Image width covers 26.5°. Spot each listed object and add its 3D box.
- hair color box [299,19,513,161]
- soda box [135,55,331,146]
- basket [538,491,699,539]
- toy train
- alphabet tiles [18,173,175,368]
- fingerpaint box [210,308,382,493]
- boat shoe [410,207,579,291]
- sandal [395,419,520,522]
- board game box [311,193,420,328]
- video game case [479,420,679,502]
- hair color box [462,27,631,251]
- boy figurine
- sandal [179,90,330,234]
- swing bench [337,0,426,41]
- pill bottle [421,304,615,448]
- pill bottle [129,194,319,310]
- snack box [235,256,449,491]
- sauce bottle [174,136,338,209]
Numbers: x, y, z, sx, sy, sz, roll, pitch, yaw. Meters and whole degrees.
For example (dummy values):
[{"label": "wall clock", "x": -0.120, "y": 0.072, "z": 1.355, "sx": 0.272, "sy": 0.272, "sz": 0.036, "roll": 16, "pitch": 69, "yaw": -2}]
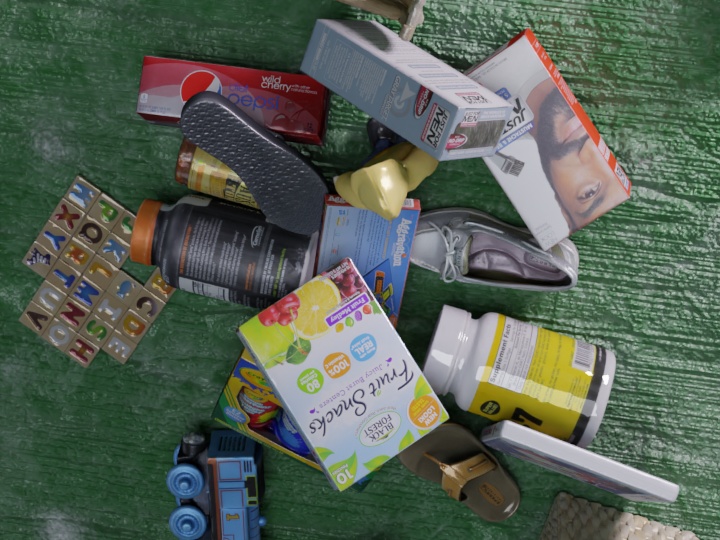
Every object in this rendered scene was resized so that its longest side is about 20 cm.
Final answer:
[{"label": "hair color box", "x": 0.045, "y": -0.184, "z": 1.544, "sx": 0.199, "sy": 0.098, "sz": 0.061, "roll": 35, "pitch": 117, "yaw": 30}, {"label": "soda box", "x": -0.133, "y": -0.180, "z": 1.629, "sx": 0.197, "sy": 0.070, "sz": 0.064, "roll": 7, "pitch": 85, "yaw": 5}, {"label": "basket", "x": 0.281, "y": 0.384, "z": 1.728, "sx": 0.196, "sy": 0.200, "sz": 0.162, "roll": 17, "pitch": 111, "yaw": 1}, {"label": "toy train", "x": -0.168, "y": 0.284, "z": 1.820, "sx": 0.113, "sy": 0.087, "sz": 0.202, "roll": -1, "pitch": 111, "yaw": 2}, {"label": "alphabet tiles", "x": -0.308, "y": 0.013, "z": 1.775, "sx": 0.166, "sy": 0.008, "sz": 0.201, "roll": 35, "pitch": 112, "yaw": -6}, {"label": "fingerpaint box", "x": -0.052, "y": 0.150, "z": 1.712, "sx": 0.198, "sy": 0.074, "sz": 0.167, "roll": 27, "pitch": 146, "yaw": -4}, {"label": "boat shoe", "x": 0.138, "y": -0.017, "z": 1.663, "sx": 0.199, "sy": 0.065, "sz": 0.075, "roll": 13, "pitch": 113, "yaw": 3}, {"label": "sandal", "x": 0.120, "y": 0.234, "z": 1.735, "sx": 0.080, "sy": 0.054, "sz": 0.200, "roll": -42, "pitch": 124, "yaw": 10}, {"label": "board game box", "x": 0.000, "y": 0.000, "z": 1.666, "sx": 0.102, "sy": 0.020, "sz": 0.201, "roll": 4, "pitch": 134, "yaw": -8}, {"label": "video game case", "x": 0.235, "y": 0.212, "z": 1.685, "sx": 0.198, "sy": 0.182, "sz": 0.023, "roll": 21, "pitch": 81, "yaw": 0}, {"label": "hair color box", "x": 0.184, "y": -0.136, "z": 1.600, "sx": 0.110, "sy": 0.064, "sz": 0.201, "roll": -33, "pitch": 98, "yaw": 19}, {"label": "boy figurine", "x": 0.024, "y": -0.105, "z": 1.574, "sx": 0.123, "sy": 0.200, "sz": 0.065, "roll": -20, "pitch": 108, "yaw": 19}, {"label": "sandal", "x": -0.102, "y": -0.118, "z": 1.597, "sx": 0.076, "sy": 0.043, "sz": 0.200, "roll": -36, "pitch": 116, "yaw": 21}, {"label": "swing bench", "x": 0.003, "y": -0.367, "z": 1.515, "sx": 0.198, "sy": 0.130, "sz": 0.200, "roll": 22, "pitch": 113, "yaw": -6}, {"label": "pill bottle", "x": 0.170, "y": 0.113, "z": 1.683, "sx": 0.198, "sy": 0.114, "sz": 0.115, "roll": 18, "pitch": 113, "yaw": 2}, {"label": "pill bottle", "x": -0.151, "y": -0.022, "z": 1.683, "sx": 0.198, "sy": 0.106, "sz": 0.107, "roll": 14, "pitch": 113, "yaw": 3}, {"label": "snack box", "x": -0.020, "y": 0.108, "z": 1.604, "sx": 0.141, "sy": 0.053, "sz": 0.201, "roll": -32, "pitch": 90, "yaw": -10}, {"label": "sauce bottle", "x": -0.101, "y": -0.098, "z": 1.668, "sx": 0.198, "sy": 0.066, "sz": 0.067, "roll": 16, "pitch": 113, "yaw": 3}]
